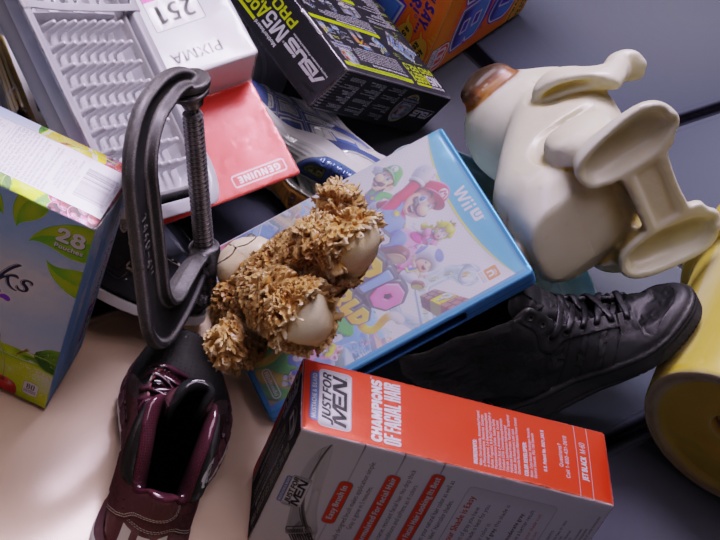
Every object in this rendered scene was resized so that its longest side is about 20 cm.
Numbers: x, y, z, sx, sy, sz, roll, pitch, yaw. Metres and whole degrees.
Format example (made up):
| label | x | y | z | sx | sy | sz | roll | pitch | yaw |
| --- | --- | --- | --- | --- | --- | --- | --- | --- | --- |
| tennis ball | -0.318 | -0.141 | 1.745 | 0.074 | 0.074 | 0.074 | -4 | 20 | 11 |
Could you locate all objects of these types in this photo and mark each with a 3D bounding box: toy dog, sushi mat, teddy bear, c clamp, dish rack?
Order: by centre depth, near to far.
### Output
| label | x | y | z | sx | sy | sz | roll | pitch | yaw |
| --- | --- | --- | --- | --- | --- | --- | --- | --- | --- |
| teddy bear | -0.047 | 0.004 | 0.982 | 0.067 | 0.145 | 0.200 | 32 | 5 | -12 |
| c clamp | -0.111 | -0.045 | 0.997 | 0.027 | 0.201 | 0.171 | 9 | 42 | 14 |
| dish rack | -0.173 | -0.120 | 1.040 | 0.201 | 0.043 | 0.172 | 64 | 17 | 0 |
| sushi mat | -0.248 | -0.170 | 1.065 | 0.012 | 0.096 | 0.201 | -22 | 71 | -6 |
| toy dog | 0.147 | -0.078 | 1.193 | 0.140 | 0.194 | 0.200 | 47 | 10 | -34 |

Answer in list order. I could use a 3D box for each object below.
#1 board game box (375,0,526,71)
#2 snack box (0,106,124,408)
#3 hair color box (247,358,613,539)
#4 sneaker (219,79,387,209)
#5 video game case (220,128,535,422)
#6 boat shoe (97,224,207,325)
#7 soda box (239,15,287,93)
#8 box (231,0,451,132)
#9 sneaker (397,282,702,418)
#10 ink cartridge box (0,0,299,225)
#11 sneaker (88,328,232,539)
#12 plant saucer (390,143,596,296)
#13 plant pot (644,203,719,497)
| label | x | y | z | sx | sy | sz | roll | pitch | yaw |
| --- | --- | --- | --- | --- | --- | --- | --- | --- | --- |
| board game box | 0.057 | -0.331 | 1.422 | 0.200 | 0.200 | 0.200 | 37 | 42 | 14 |
| snack box | -0.253 | -0.028 | 0.967 | 0.199 | 0.169 | 0.068 | 25 | 43 | -2 |
| hair color box | 0.041 | 0.133 | 0.991 | 0.199 | 0.111 | 0.064 | 15 | 40 | -13 |
| sneaker | -0.063 | -0.102 | 1.228 | 0.200 | 0.075 | 0.088 | 38 | 33 | 0 |
| video game case | 0.000 | 0.000 | 1.097 | 0.199 | 0.018 | 0.143 | -28 | 55 | -2 |
| boat shoe | -0.181 | -0.027 | 1.058 | 0.199 | 0.061 | 0.074 | 27 | 12 | -15 |
| soda box | -0.153 | -0.173 | 1.254 | 0.199 | 0.064 | 0.068 | -5 | 49 | -31 |
| box | -0.025 | -0.191 | 1.271 | 0.161 | 0.044 | 0.200 | 54 | 20 | 16 |
| sneaker | 0.129 | 0.040 | 1.097 | 0.104 | 0.199 | 0.060 | 57 | 8 | -29 |
| ink cartridge box | -0.163 | -0.117 | 1.132 | 0.199 | 0.044 | 0.174 | -22 | 70 | -19 |
| sneaker | -0.105 | 0.085 | 0.963 | 0.075 | 0.116 | 0.201 | 16 | 41 | -11 |
| plant saucer | 0.094 | -0.015 | 1.210 | 0.200 | 0.027 | 0.201 | 27 | 33 | -19 |
| plant pot | 0.304 | 0.059 | 1.153 | 0.200 | 0.201 | 0.189 | 36 | 56 | 12 |
